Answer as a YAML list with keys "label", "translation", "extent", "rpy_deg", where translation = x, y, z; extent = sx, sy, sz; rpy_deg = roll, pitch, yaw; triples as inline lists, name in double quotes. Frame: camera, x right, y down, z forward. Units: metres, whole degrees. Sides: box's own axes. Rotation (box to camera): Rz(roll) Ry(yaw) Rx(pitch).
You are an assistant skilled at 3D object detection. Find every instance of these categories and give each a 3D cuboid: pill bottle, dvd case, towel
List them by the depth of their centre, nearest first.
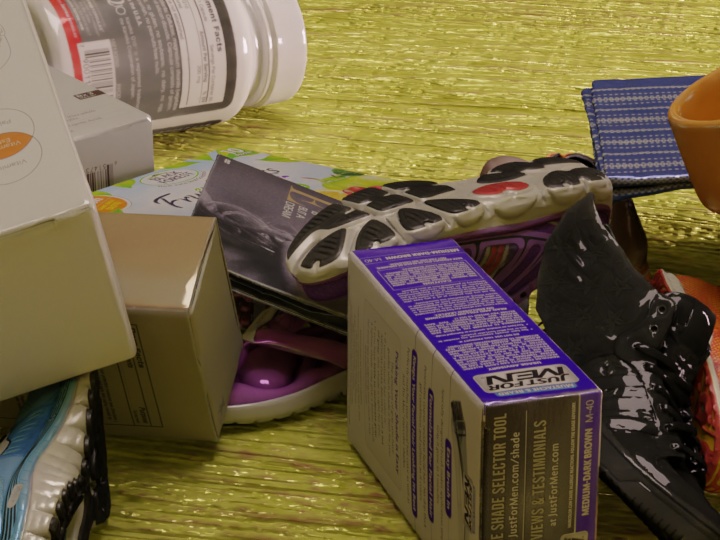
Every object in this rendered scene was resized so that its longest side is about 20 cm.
- label: "dvd case"
  translation: [0.000, 0.000, 1.379]
  extent: [0.199, 0.016, 0.149]
  rpy_deg: [22, 23, -3]
- label: "towel"
  translation: [0.211, -0.082, 1.514]
  extent: [0.144, 0.024, 0.200]
  rpy_deg: [-3, 21, 3]
- label: "pill bottle"
  translation: [-0.147, -0.154, 1.758]
  extent: [0.199, 0.115, 0.114]
  rpy_deg: [-12, 25, -30]

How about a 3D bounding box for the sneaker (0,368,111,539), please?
- label: "sneaker"
  translation: [-0.169, 0.098, 1.168]
  extent: [0.089, 0.079, 0.200]
  rpy_deg: [-1, 21, 4]

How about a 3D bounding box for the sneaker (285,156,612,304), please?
- label: "sneaker"
  translation: [0.055, -0.005, 1.334]
  extent: [0.199, 0.084, 0.081]
  rpy_deg: [-10, 17, -27]

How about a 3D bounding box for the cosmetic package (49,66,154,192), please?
- label: "cosmetic package"
  translation: [-0.228, -0.079, 1.607]
  extent: [0.112, 0.082, 0.200]
  rpy_deg: [-16, 28, -33]

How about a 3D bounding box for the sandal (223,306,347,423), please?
- label: "sandal"
  translation: [-0.025, 0.037, 1.364]
  extent: [0.202, 0.050, 0.082]
  rpy_deg: [-13, 25, -32]

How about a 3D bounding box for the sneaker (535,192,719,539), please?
- label: "sneaker"
  translation: [0.140, 0.053, 1.217]
  extent: [0.104, 0.060, 0.200]
  rpy_deg: [-44, 46, -3]

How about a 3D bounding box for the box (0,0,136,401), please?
- label: "box"
  translation: [-0.211, -0.037, 1.201]
  extent: [0.151, 0.107, 0.201]
  rpy_deg: [-17, 47, -6]

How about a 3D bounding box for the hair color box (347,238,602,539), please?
- label: "hair color box"
  translation: [0.051, 0.071, 1.199]
  extent: [0.064, 0.110, 0.200]
  rpy_deg: [-6, 23, -15]

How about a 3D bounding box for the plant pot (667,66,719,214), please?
- label: "plant pot"
  translation: [0.288, -0.033, 1.331]
  extent: [0.199, 0.184, 0.200]
  rpy_deg: [-20, 13, 5]

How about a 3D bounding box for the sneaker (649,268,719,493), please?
- label: "sneaker"
  translation: [0.193, 0.055, 1.308]
  extent: [0.077, 0.073, 0.200]
  rpy_deg: [15, 26, -5]

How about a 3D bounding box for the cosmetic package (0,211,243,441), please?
- label: "cosmetic package"
  translation: [-0.168, 0.026, 1.281]
  extent: [0.198, 0.106, 0.071]
  rpy_deg: [4, 47, 10]

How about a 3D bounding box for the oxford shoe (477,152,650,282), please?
- label: "oxford shoe"
  translation: [0.128, -0.045, 1.548]
  extent: [0.071, 0.073, 0.200]
  rpy_deg: [-8, 23, -21]

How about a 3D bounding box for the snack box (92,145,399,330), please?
- label: "snack box"
  translation: [-0.074, -0.024, 1.495]
  extent: [0.141, 0.053, 0.200]
  rpy_deg: [11, 18, 26]
